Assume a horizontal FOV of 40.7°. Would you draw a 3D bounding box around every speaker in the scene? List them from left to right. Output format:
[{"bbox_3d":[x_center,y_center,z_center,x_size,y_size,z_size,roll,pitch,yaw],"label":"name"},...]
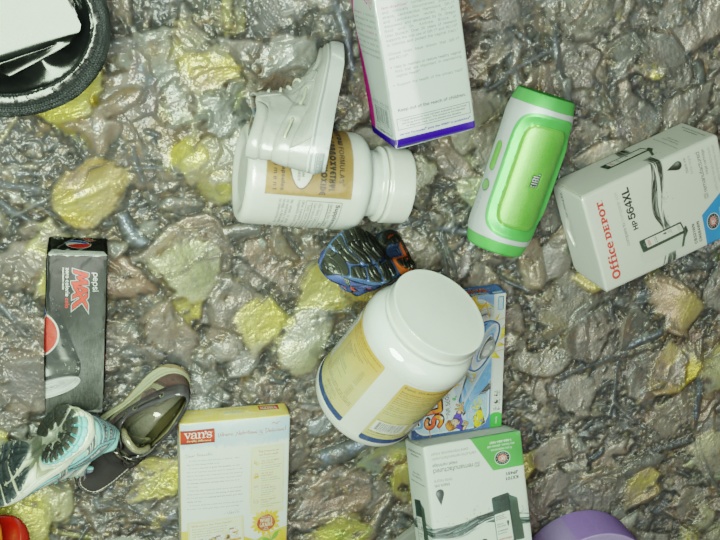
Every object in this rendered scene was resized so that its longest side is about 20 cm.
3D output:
[{"bbox_3d":[0.198,-0.122,1.206,0.088,0.088,0.201,12,106,-20],"label":"speaker"}]

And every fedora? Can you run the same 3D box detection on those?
[{"bbox_3d":[-0.358,-0.254,0.990,0.200,0.092,0.202,-5,111,-14],"label":"fedora"}]

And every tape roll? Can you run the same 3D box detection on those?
[{"bbox_3d":[0.339,0.468,1.477,0.199,0.066,0.201,-5,111,-14],"label":"tape roll"}]

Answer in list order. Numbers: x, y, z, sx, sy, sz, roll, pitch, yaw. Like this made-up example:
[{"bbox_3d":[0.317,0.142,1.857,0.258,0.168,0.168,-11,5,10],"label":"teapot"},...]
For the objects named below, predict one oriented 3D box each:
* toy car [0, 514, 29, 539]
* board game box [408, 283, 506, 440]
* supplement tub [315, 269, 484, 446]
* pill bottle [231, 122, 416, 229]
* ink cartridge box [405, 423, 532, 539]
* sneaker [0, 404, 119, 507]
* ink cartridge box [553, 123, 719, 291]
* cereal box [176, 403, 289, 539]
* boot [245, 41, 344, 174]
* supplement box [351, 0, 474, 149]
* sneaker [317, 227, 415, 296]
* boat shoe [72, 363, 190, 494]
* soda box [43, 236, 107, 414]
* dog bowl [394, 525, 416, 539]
[{"bbox_3d":[-0.466,0.369,1.169,0.150,0.175,0.201,-28,131,-48],"label":"toy car"},{"bbox_3d":[0.125,0.124,1.302,0.135,0.034,0.201,-7,112,-14],"label":"board game box"},{"bbox_3d":[0.047,0.107,1.176,0.144,0.145,0.200,18,134,-21],"label":"supplement tub"},{"bbox_3d":[-0.042,-0.106,1.125,0.199,0.114,0.115,3,109,-17],"label":"pill bottle"},{"bbox_3d":[0.149,0.322,1.323,0.146,0.083,0.201,-7,91,-15],"label":"ink cartridge box"},{"bbox_3d":[-0.366,0.232,1.156,0.200,0.078,0.086,-31,145,29],"label":"sneaker"},{"bbox_3d":[0.371,-0.082,1.271,0.199,0.084,0.146,-25,115,-7],"label":"ink cartridge box"},{"bbox_3d":[-0.167,0.274,1.271,0.143,0.040,0.201,-2,110,-16],"label":"cereal box"},{"bbox_3d":[-0.072,-0.190,1.059,0.095,0.201,0.074,10,136,-4],"label":"boot"},{"bbox_3d":[0.056,-0.256,1.105,0.103,0.101,0.201,-16,114,-10],"label":"supplement box"},{"bbox_3d":[0.000,0.000,1.151,0.078,0.200,0.076,-36,76,20],"label":"sneaker"},{"bbox_3d":[-0.283,0.203,1.196,0.200,0.065,0.072,-45,117,4],"label":"boat shoe"},{"bbox_3d":[-0.332,0.065,1.132,0.070,0.063,0.201,1,109,-17],"label":"soda box"},{"bbox_3d":[0.123,0.458,1.414,0.199,0.059,0.201,-5,111,-14],"label":"dog bowl"}]
